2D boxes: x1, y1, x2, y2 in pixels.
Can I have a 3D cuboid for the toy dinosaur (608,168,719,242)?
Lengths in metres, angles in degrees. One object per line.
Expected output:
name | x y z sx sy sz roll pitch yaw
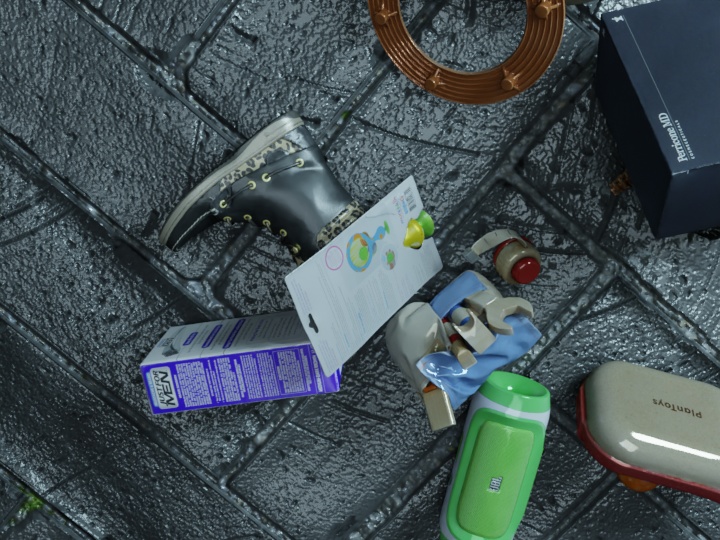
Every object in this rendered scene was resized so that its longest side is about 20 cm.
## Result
toy dinosaur | 0.358 -0.105 0.764 0.200 0.102 0.136 -19 77 21

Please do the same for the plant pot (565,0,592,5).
plant pot | 0.184 -0.354 0.667 0.200 0.134 0.201 2 95 18

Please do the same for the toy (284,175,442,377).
toy | 0.000 0.000 0.765 0.200 0.047 0.115 -39 121 -33

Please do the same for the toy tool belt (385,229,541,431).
toy tool belt | 0.127 0.067 0.777 0.200 0.123 0.125 -43 130 10

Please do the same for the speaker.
speaker | 0.147 0.217 0.833 0.088 0.088 0.201 13 102 1

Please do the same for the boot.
boot | -0.100 -0.052 0.802 0.200 0.073 0.151 -41 96 2

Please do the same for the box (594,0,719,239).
box | 0.332 -0.153 0.686 0.182 0.104 0.200 -11 58 6

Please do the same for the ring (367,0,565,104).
ring | 0.093 -0.244 0.714 0.200 0.019 0.201 19 138 18

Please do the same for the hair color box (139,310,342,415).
hair color box | -0.120 0.094 0.811 0.199 0.109 0.065 -7 106 5

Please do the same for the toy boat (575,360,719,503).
toy boat | 0.320 0.191 0.812 0.199 0.131 0.131 16 132 1
